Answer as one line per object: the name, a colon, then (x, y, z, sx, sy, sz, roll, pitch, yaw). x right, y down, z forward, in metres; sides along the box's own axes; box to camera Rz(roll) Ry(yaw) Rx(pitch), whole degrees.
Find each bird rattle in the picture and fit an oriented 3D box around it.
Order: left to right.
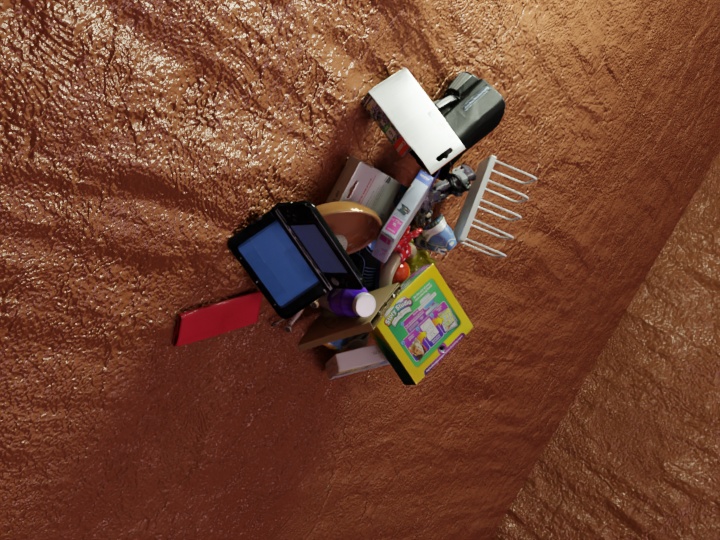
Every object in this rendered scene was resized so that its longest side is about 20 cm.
bird rattle: (0.095, -0.016, 1.810, 0.166, 0.111, 0.200, -63, 166, -3)

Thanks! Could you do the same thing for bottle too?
bottle: (-0.033, 0.053, 1.685, 0.084, 0.199, 0.065, -49, 116, -10)

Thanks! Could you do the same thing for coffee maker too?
coffee maker: (0.210, -0.293, 1.725, 0.199, 0.134, 0.194, -40, 99, -22)

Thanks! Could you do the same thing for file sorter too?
file sorter: (0.306, -0.140, 1.883, 0.139, 0.122, 0.204, -167, -81, -87)

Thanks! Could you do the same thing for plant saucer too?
plant saucer: (-0.056, -0.081, 1.608, 0.196, 0.038, 0.201, -12, 158, -5)

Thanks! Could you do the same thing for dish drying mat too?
dish drying mat: (-0.272, 0.091, 1.572, 0.198, 0.018, 0.078, -17, 131, -45)

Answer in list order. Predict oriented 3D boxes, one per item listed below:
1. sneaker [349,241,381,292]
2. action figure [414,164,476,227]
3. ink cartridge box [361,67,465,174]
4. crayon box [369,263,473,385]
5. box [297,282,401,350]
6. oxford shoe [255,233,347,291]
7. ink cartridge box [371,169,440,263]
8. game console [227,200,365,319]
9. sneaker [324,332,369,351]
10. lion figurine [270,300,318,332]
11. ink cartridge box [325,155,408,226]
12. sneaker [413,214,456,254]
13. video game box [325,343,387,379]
sneaker: (0.000, 0.000, 1.797, 0.078, 0.069, 0.202, -44, 146, -29)
action figure: (0.174, -0.178, 1.881, 0.198, 0.069, 0.132, -27, 144, -32)
ink cartridge box: (0.103, -0.283, 1.589, 0.108, 0.201, 0.050, -36, 177, -27)
crayon box: (0.126, 0.116, 1.770, 0.199, 0.058, 0.174, -40, 101, -25)
box: (-0.023, 0.097, 1.714, 0.022, 0.197, 0.164, 61, 35, -16)
oxford shoe: (-0.119, -0.025, 1.591, 0.197, 0.058, 0.076, -27, 131, -4)
ink cartridge box: (0.094, -0.122, 1.681, 0.201, 0.042, 0.120, -55, 174, -23)
game console: (-0.116, -0.013, 1.498, 0.117, 0.174, 0.201, -47, 117, -26)
sneaker: (-0.039, 0.133, 1.868, 0.199, 0.074, 0.090, 6, 106, -63)
lion figurine: (-0.108, 0.038, 1.670, 0.072, 0.199, 0.124, 43, 42, -18)
ink cartridge box: (0.005, -0.158, 1.675, 0.199, 0.067, 0.118, 20, 101, -56)
sneaker: (0.171, -0.069, 1.892, 0.075, 0.077, 0.200, -39, 180, -6)
video game box: (0.025, 0.199, 1.868, 0.196, 0.048, 0.182, -13, 172, -13)
